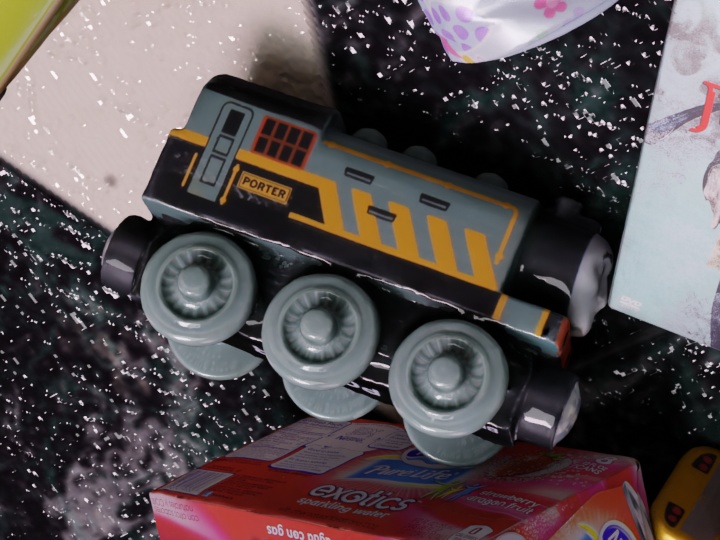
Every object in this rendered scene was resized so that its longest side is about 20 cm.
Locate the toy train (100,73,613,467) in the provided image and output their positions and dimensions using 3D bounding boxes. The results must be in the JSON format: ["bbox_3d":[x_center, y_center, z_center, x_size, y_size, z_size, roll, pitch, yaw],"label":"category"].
[{"bbox_3d":[0.000,0.000,1.005,0.200,0.114,0.085,19,168,13],"label":"toy train"}]

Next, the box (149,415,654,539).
[{"bbox_3d":[0.018,0.125,1.042,0.200,0.100,0.096,4,111,48],"label":"box"}]

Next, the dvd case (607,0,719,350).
[{"bbox_3d":[0.171,-0.040,0.908,0.146,0.022,0.200,22,131,16],"label":"dvd case"}]

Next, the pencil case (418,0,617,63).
[{"bbox_3d":[0.025,-0.171,0.890,0.091,0.083,0.200,-30,106,2],"label":"pencil case"}]

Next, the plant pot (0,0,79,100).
[{"bbox_3d":[-0.152,-0.181,0.915,0.181,0.200,0.199,37,132,-6],"label":"plant pot"}]

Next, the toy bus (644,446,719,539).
[{"bbox_3d":[0.142,0.142,1.052,0.078,0.065,0.200,30,132,12],"label":"toy bus"}]
